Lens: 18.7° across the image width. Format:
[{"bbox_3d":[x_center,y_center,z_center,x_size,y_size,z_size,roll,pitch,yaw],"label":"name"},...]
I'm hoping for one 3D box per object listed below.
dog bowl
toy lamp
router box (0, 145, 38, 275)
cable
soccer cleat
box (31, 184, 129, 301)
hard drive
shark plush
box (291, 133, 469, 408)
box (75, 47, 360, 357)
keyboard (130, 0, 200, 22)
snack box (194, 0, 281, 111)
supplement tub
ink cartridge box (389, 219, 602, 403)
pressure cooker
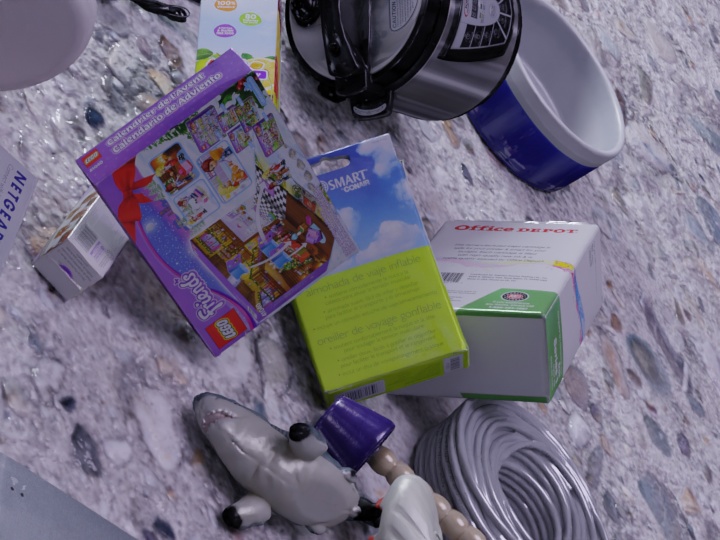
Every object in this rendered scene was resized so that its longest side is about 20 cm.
[{"bbox_3d":[0.184,-0.185,2.263,0.200,0.079,0.200,38,33,-31],"label":"dog bowl"},{"bbox_3d":[0.049,0.174,1.684,0.200,0.058,0.058,40,28,6],"label":"toy lamp"},{"bbox_3d":[-0.307,-0.048,1.398,0.179,0.049,0.200,43,31,-24],"label":"router box"},{"bbox_3d":[0.126,0.201,1.803,0.200,0.069,0.200,29,39,-39],"label":"cable"},{"bbox_3d":[0.051,0.243,1.595,0.069,0.077,0.201,37,46,-48],"label":"soccer cleat"},{"bbox_3d":[-0.181,-0.047,1.602,0.041,0.039,0.200,50,29,-16],"label":"box"},{"bbox_3d":[-0.192,0.224,1.324,0.139,0.033,0.200,38,34,-31],"label":"hard drive"},{"bbox_3d":[-0.038,0.143,1.614,0.200,0.091,0.083,18,17,-43],"label":"shark plush"},{"bbox_3d":[0.000,0.000,1.753,0.048,0.122,0.201,81,-9,-66],"label":"box"},{"bbox_3d":[-0.099,-0.046,1.566,0.039,0.137,0.200,47,-9,46],"label":"box"},{"bbox_3d":[-0.186,-0.264,1.831,0.200,0.021,0.127,19,46,-48],"label":"keyboard"},{"bbox_3d":[-0.095,-0.128,1.692,0.067,0.169,0.200,3,45,-1],"label":"snack box"},{"bbox_3d":[-0.262,-0.244,1.563,0.145,0.145,0.200,32,37,-37],"label":"supplement tub"},{"bbox_3d":[0.115,0.031,1.856,0.200,0.144,0.084,-51,139,-60],"label":"ink cartridge box"},{"bbox_3d":[0.030,-0.230,1.977,0.200,0.179,0.176,13,31,-52],"label":"pressure cooker"}]
